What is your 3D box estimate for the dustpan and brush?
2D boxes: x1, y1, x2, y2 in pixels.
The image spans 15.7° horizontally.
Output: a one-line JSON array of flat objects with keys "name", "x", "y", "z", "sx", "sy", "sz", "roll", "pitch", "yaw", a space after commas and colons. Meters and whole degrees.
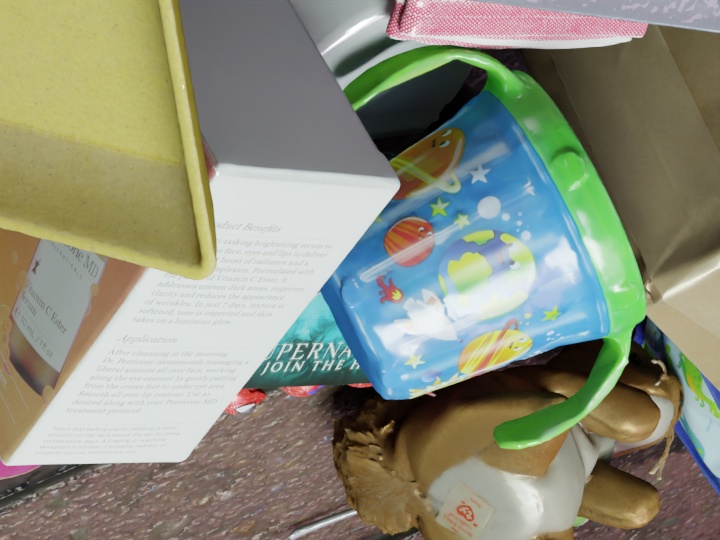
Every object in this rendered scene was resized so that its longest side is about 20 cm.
[{"name": "dustpan and brush", "x": 0.020, "y": -0.141, "z": 1.224, "sx": 0.139, "sy": 0.057, "sz": 0.200, "roll": -9, "pitch": 151, "yaw": -40}]

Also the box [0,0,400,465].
[{"name": "box", "x": -0.102, "y": -0.030, "z": 1.183, "sx": 0.106, "sy": 0.152, "sz": 0.200, "roll": 3, "pitch": 137, "yaw": -42}]

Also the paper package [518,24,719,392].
[{"name": "paper package", "x": 0.185, "y": -0.042, "z": 1.348, "sx": 0.103, "sy": 0.191, "sz": 0.200, "roll": -30, "pitch": 147, "yaw": 13}]

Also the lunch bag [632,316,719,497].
[{"name": "lunch bag", "x": 0.279, "y": 0.065, "z": 1.563, "sx": 0.170, "sy": 0.200, "sz": 0.127, "roll": -21, "pitch": 148, "yaw": -10}]

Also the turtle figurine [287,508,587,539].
[{"name": "turtle figurine", "x": 0.068, "y": 0.191, "z": 1.669, "sx": 0.194, "sy": 0.144, "sz": 0.200, "roll": -13, "pitch": 159, "yaw": -50}]

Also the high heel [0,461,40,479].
[{"name": "high heel", "x": -0.142, "y": 0.045, "z": 1.333, "sx": 0.200, "sy": 0.067, "sz": 0.096, "roll": -18, "pitch": 157, "yaw": -25}]

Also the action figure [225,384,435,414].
[{"name": "action figure", "x": 0.012, "y": 0.037, "z": 1.450, "sx": 0.200, "sy": 0.065, "sz": 0.052, "roll": -19, "pitch": 129, "yaw": -15}]

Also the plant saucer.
[{"name": "plant saucer", "x": -0.146, "y": -0.104, "z": 1.033, "sx": 0.200, "sy": 0.200, "sz": 0.048, "roll": 84, "pitch": 29, "yaw": -43}]

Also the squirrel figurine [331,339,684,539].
[{"name": "squirrel figurine", "x": 0.090, "y": 0.092, "z": 1.529, "sx": 0.187, "sy": 0.200, "sz": 0.142, "roll": -43, "pitch": 125, "yaw": -48}]

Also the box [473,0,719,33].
[{"name": "box", "x": 0.081, "y": -0.185, "z": 1.073, "sx": 0.200, "sy": 0.115, "sz": 0.132, "roll": 5, "pitch": 118, "yaw": -25}]

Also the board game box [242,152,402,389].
[{"name": "board game box", "x": 0.000, "y": 0.000, "z": 1.325, "sx": 0.200, "sy": 0.028, "sz": 0.135, "roll": -1, "pitch": 129, "yaw": -42}]

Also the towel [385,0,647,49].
[{"name": "towel", "x": 0.095, "y": -0.194, "z": 1.180, "sx": 0.146, "sy": 0.030, "sz": 0.200, "roll": -3, "pitch": 121, "yaw": -36}]

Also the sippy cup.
[{"name": "sippy cup", "x": 0.048, "y": -0.007, "z": 1.233, "sx": 0.130, "sy": 0.178, "sz": 0.140, "roll": -28, "pitch": 163, "yaw": -5}]
